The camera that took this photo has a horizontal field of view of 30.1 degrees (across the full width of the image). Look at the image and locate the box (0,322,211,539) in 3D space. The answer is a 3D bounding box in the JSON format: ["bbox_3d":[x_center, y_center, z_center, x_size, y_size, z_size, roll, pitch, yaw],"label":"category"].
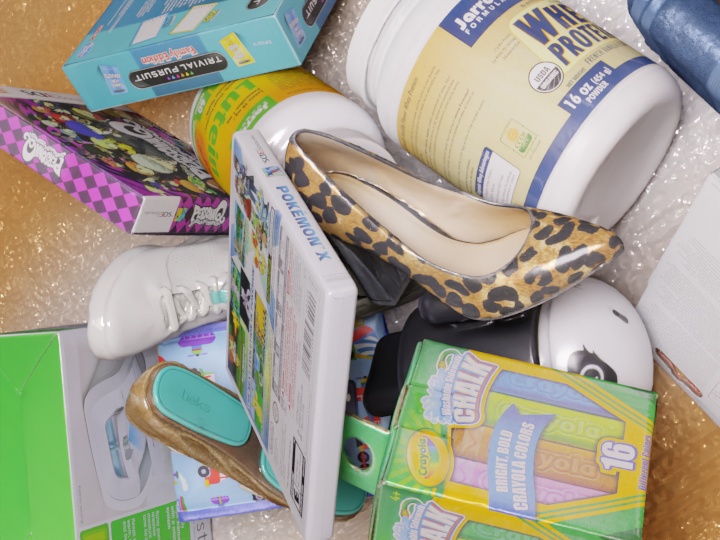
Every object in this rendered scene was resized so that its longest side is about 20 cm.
[{"bbox_3d":[-0.214,0.143,1.091,0.096,0.176,0.201,-4,90,30],"label":"box"}]

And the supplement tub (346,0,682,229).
[{"bbox_3d":[0.102,-0.119,0.918,0.200,0.144,0.145,38,109,23],"label":"supplement tub"}]

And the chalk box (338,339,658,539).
[{"bbox_3d":[0.070,0.135,0.828,0.199,0.124,0.125,11,134,8],"label":"chalk box"}]

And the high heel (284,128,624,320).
[{"bbox_3d":[0.050,-0.039,0.818,0.199,0.072,0.143,-6,134,36],"label":"high heel"}]

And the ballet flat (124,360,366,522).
[{"bbox_3d":[-0.089,0.131,0.983,0.072,0.199,0.068,-28,41,49],"label":"ballet flat"}]

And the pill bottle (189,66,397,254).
[{"bbox_3d":[-0.046,-0.084,0.973,0.200,0.111,0.112,43,116,59],"label":"pill bottle"}]

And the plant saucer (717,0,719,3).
[{"bbox_3d":[0.266,-0.263,0.883,0.199,0.034,0.202,1,93,31],"label":"plant saucer"}]

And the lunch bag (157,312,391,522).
[{"bbox_3d":[-0.047,0.108,1.059,0.199,0.094,0.152,-10,86,17],"label":"lunch bag"}]

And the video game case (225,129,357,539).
[{"bbox_3d":[-0.050,0.041,0.857,0.183,0.022,0.201,-123,30,-48],"label":"video game case"}]

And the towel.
[{"bbox_3d":[0.256,-0.110,0.849,0.049,0.112,0.200,-45,70,12],"label":"towel"}]

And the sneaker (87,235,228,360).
[{"bbox_3d":[-0.123,0.014,1.021,0.088,0.200,0.076,10,114,28],"label":"sneaker"}]

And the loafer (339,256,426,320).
[{"bbox_3d":[0.000,0.000,0.991,0.199,0.070,0.070,-32,73,-2],"label":"loafer"}]

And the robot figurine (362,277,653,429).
[{"bbox_3d":[0.103,0.074,0.931,0.199,0.150,0.126,-11,79,26],"label":"robot figurine"}]

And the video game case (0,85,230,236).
[{"bbox_3d":[-0.189,-0.087,1.065,0.200,0.181,0.036,32,107,25],"label":"video game case"}]

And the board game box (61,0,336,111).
[{"bbox_3d":[-0.114,-0.201,1.040,0.199,0.151,0.047,-7,130,30],"label":"board game box"}]

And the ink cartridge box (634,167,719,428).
[{"bbox_3d":[0.246,0.017,0.862,0.109,0.050,0.200,48,157,19],"label":"ink cartridge box"}]
